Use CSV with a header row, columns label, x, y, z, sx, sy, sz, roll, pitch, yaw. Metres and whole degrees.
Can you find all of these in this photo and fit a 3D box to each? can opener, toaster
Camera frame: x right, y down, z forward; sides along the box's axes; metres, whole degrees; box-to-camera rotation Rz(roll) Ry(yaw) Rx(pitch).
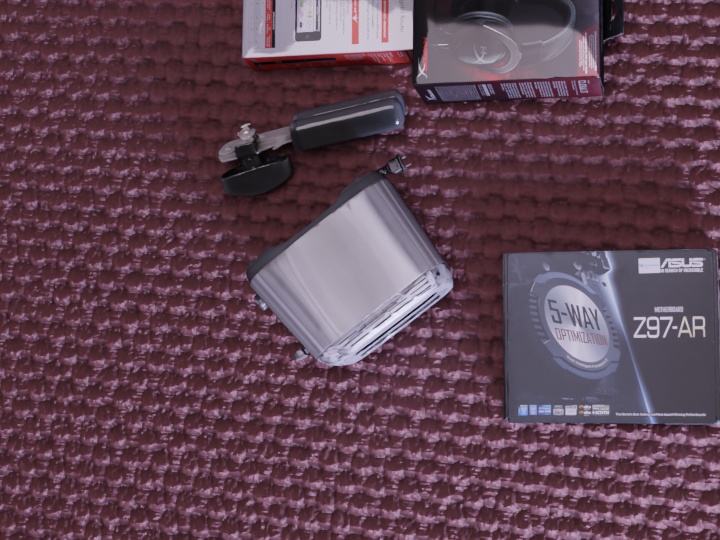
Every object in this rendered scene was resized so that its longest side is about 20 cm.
label,x,y,z,sx,sy,sz,roll,pitch,yaw
can opener,-0.049,-0.131,1.334,0.198,0.053,0.067,-17,115,11
toaster,0.000,0.000,1.272,0.200,0.114,0.130,-38,81,4

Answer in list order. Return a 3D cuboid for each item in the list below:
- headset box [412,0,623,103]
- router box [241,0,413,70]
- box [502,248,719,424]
label,x,y,z,sx,sy,sz,roll,pitch,yaw
headset box,0.153,-0.244,1.284,0.198,0.077,0.150,0,83,14
router box,-0.027,-0.308,1.343,0.178,0.049,0.202,0,83,12
box,0.234,0.063,1.246,0.198,0.044,0.162,0,84,12
